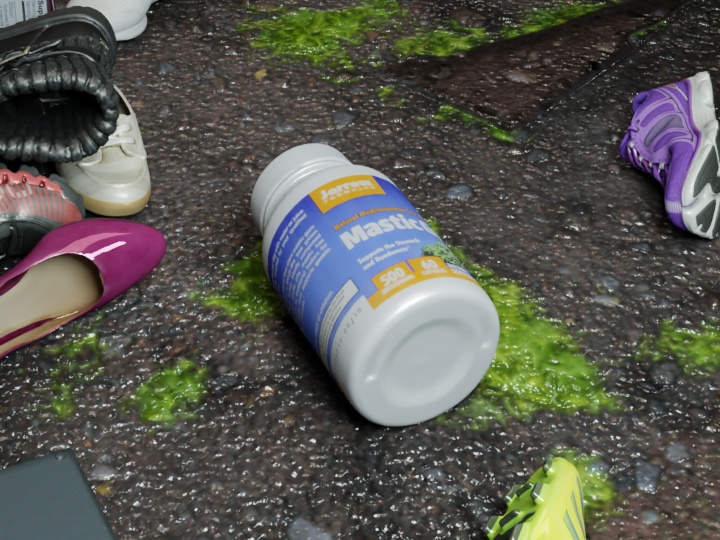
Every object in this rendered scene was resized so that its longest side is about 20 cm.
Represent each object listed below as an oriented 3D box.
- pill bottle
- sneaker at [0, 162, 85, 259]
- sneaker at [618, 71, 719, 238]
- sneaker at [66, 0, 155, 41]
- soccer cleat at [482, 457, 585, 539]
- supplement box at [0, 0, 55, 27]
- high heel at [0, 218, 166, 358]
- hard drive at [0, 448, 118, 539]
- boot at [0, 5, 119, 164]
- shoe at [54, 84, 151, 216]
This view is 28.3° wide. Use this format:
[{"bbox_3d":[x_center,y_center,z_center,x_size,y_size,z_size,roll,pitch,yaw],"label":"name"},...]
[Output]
[{"bbox_3d":[0.000,0.000,0.958,0.111,0.113,0.200,-15,42,-22],"label":"pill bottle"},{"bbox_3d":[-0.288,-0.021,1.001,0.198,0.071,0.099,-2,54,-24],"label":"sneaker"},{"bbox_3d":[0.248,-0.087,1.140,0.082,0.082,0.201,-7,29,13],"label":"sneaker"},{"bbox_3d":[-0.212,-0.280,1.312,0.074,0.101,0.201,18,41,15],"label":"sneaker"},{"bbox_3d":[0.107,0.186,0.786,0.083,0.065,0.201,33,33,-10],"label":"soccer cleat"},{"bbox_3d":[-0.360,-0.218,1.217,0.197,0.104,0.132,-5,37,-12],"label":"supplement box"},{"bbox_3d":[-0.214,0.030,0.939,0.198,0.068,0.096,-24,33,-9],"label":"high heel"},{"bbox_3d":[-0.216,0.175,0.726,0.198,0.033,0.140,-17,46,-24],"label":"hard drive"},{"bbox_3d":[-0.274,-0.118,1.059,0.209,0.080,0.159,-25,32,8],"label":"boot"},{"bbox_3d":[-0.214,-0.113,1.133,0.069,0.054,0.201,-11,40,-18],"label":"shoe"}]
